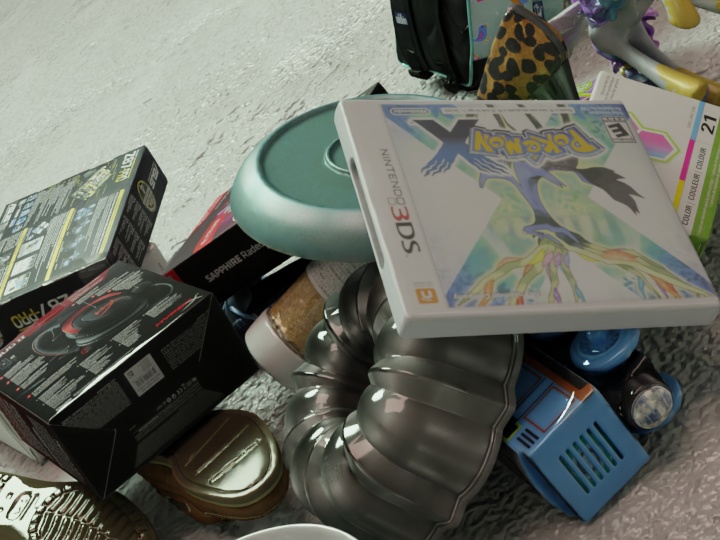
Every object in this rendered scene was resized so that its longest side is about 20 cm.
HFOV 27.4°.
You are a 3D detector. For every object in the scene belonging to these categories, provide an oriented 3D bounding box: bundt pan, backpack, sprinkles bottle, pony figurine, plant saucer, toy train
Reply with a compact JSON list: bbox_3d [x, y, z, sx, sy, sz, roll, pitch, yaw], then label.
[{"bbox_3d":[0.015,0.074,0.927,0.202,0.075,0.203,-48,30,39],"label":"bundt pan"},{"bbox_3d":[0.103,-0.288,1.373,0.152,0.201,0.176,-22,24,-15],"label":"backpack"},{"bbox_3d":[0.000,0.000,1.100,0.200,0.068,0.068,-48,25,14],"label":"sprinkles bottle"},{"bbox_3d":[0.199,-0.197,1.152,0.200,0.194,0.166,39,59,23],"label":"pony figurine"},{"bbox_3d":[0.009,-0.070,0.979,0.198,0.028,0.201,-6,33,4],"label":"plant saucer"},{"bbox_3d":[0.114,0.068,0.931,0.114,0.087,0.200,-42,30,-6],"label":"toy train"}]

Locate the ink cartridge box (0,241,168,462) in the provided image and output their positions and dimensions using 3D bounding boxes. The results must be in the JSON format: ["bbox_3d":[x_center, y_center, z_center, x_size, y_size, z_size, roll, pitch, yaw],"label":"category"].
[{"bbox_3d":[-0.267,0.061,1.318,0.200,0.085,0.145,-43,30,-23],"label":"ink cartridge box"}]

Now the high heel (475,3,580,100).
[{"bbox_3d":[0.082,-0.133,1.152,0.199,0.143,0.072,-6,32,37],"label":"high heel"}]

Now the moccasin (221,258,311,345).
[{"bbox_3d":[-0.079,0.020,1.210,0.199,0.068,0.081,-26,29,15],"label":"moccasin"}]

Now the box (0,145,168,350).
[{"bbox_3d":[-0.262,-0.020,1.304,0.160,0.049,0.201,-24,29,16],"label":"box"}]

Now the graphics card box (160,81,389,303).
[{"bbox_3d":[-0.057,-0.052,1.130,0.199,0.051,0.126,-30,18,35],"label":"graphics card box"}]

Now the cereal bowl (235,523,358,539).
[{"bbox_3d":[-0.056,0.243,0.823,0.199,0.084,0.201,-24,30,14],"label":"cereal bowl"}]

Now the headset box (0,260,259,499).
[{"bbox_3d":[-0.190,0.072,1.100,0.148,0.075,0.200,-40,26,-21],"label":"headset box"}]

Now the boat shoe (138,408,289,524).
[{"bbox_3d":[-0.101,0.142,1.046,0.072,0.068,0.200,-38,26,-21],"label":"boat shoe"}]

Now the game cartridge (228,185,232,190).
[{"bbox_3d":[-0.046,-0.095,1.364,0.133,0.042,0.199,-46,23,-30],"label":"game cartridge"}]

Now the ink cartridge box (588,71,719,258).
[{"bbox_3d":[0.143,-0.071,1.015,0.199,0.076,0.148,19,45,6],"label":"ink cartridge box"}]

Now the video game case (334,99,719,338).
[{"bbox_3d":[0.098,-0.038,0.898,0.198,0.022,0.183,-2,48,-17],"label":"video game case"}]

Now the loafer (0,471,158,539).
[{"bbox_3d":[-0.222,0.197,1.086,0.199,0.068,0.076,13,53,33],"label":"loafer"}]

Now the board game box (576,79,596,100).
[{"bbox_3d":[0.112,-0.093,1.241,0.199,0.032,0.121,-16,37,26],"label":"board game box"}]
